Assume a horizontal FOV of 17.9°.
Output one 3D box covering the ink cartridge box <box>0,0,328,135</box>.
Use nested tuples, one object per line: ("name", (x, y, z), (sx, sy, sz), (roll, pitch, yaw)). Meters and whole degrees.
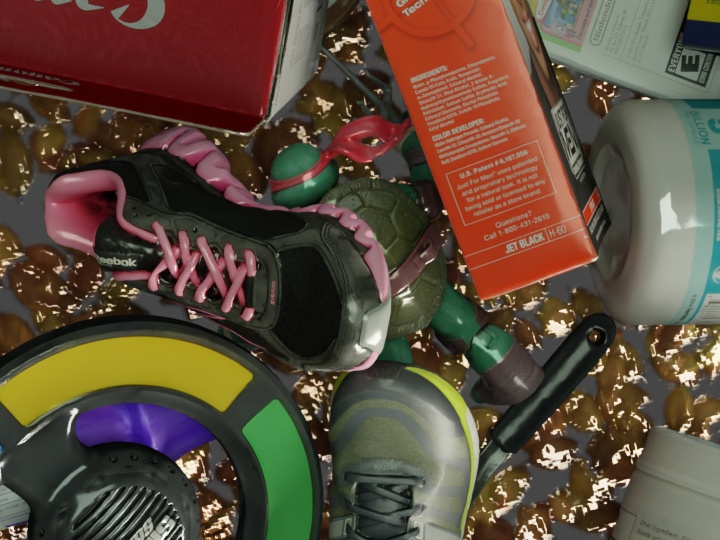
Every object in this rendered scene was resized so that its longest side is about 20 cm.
("ink cartridge box", (-0.121, -0.128, 0.987), (0.199, 0.176, 0.084), (11, 105, 4))

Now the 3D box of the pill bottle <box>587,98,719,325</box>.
("pill bottle", (0.218, -0.029, 1.123), (0.199, 0.111, 0.111), (-1, 93, -12))

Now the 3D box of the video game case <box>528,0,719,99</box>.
("video game case", (0.125, -0.200, 1.140), (0.182, 0.022, 0.201), (19, 90, -12))

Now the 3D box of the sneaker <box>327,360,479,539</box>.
("sneaker", (0.016, 0.132, 1.063), (0.074, 0.081, 0.201), (2, 121, 11))

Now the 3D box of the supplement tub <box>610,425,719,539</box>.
("supplement tub", (0.172, 0.190, 1.116), (0.132, 0.132, 0.201), (19, 90, -12))

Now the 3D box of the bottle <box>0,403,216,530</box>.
("bottle", (-0.151, 0.081, 1.069), (0.199, 0.084, 0.066), (-17, 102, -10))

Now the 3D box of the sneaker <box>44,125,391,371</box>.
("sneaker", (-0.070, -0.005, 1.021), (0.095, 0.200, 0.079), (-7, 114, -41))

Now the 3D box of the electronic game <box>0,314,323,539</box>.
("electronic game", (-0.110, 0.116, 1.026), (0.199, 0.042, 0.201), (-8, 109, -22))

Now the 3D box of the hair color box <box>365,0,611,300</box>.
("hair color box", (0.052, -0.096, 1.047), (0.061, 0.102, 0.201), (-20, 96, 12))

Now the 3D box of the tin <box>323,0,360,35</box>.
("tin", (-0.073, -0.195, 1.094), (0.112, 0.042, 0.200), (-42, 100, -11))

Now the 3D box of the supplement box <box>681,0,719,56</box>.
("supplement box", (0.248, -0.190, 1.102), (0.109, 0.109, 0.201), (10, 94, -32))

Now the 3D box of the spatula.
("spatula", (0.062, 0.100, 1.144), (0.056, 0.021, 0.200), (39, 85, -10))

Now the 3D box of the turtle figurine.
("turtle figurine", (0.000, 0.000, 1.091), (0.150, 0.101, 0.200), (-35, 107, -3))
